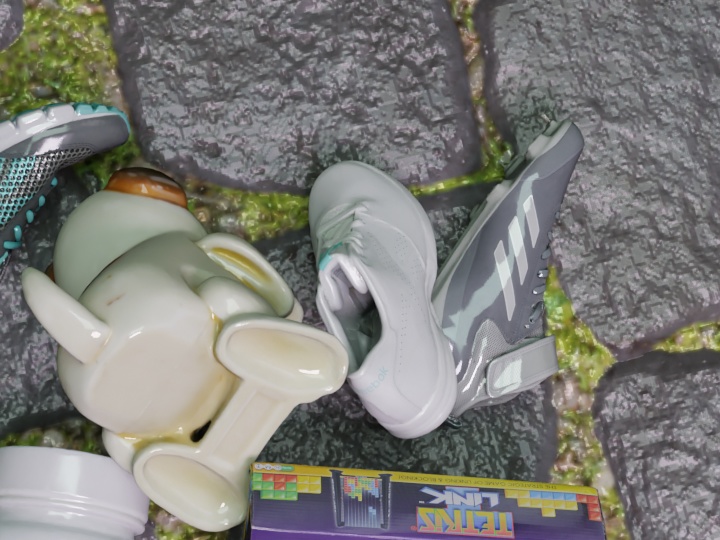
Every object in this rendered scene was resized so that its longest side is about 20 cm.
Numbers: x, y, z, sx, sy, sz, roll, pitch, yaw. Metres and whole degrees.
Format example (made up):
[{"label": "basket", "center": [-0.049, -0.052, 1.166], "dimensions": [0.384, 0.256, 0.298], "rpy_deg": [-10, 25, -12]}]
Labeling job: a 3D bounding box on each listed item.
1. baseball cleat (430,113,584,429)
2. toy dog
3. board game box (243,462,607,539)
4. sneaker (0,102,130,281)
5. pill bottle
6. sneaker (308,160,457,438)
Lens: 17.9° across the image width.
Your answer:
[{"label": "baseball cleat", "center": [0.097, 0.006, 1.416], "dimensions": [0.106, 0.070, 0.200], "rpy_deg": [37, 84, -2]}, {"label": "toy dog", "center": [-0.124, 0.030, 1.327], "dimensions": [0.193, 0.200, 0.140], "rpy_deg": [17, 112, -24]}, {"label": "board game box", "center": [0.028, 0.193, 1.300], "dimensions": [0.198, 0.166, 0.057], "rpy_deg": [4, 39, -5]}, {"label": "sneaker", "center": [-0.227, -0.038, 1.392], "dimensions": [0.199, 0.078, 0.092], "rpy_deg": [-23, 94, -8]}, {"label": "pill bottle", "center": [-0.179, 0.208, 1.298], "dimensions": [0.113, 0.114, 0.201], "rpy_deg": [9, 74, -4]}, {"label": "sneaker", "center": [0.000, 0.000, 1.356], "dimensions": [0.075, 0.088, 0.201], "rpy_deg": [-35, 48, 19]}]
